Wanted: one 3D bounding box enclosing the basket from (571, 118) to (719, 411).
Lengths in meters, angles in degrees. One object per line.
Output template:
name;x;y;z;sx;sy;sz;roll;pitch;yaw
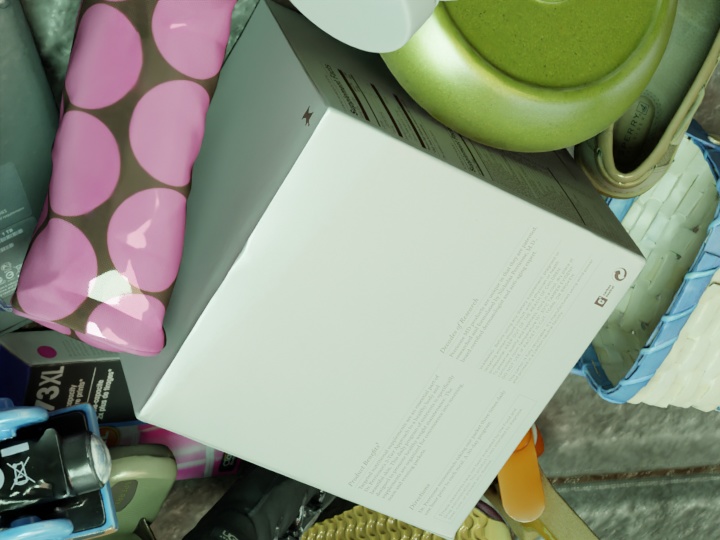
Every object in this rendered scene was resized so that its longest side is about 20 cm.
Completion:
basket;0.162;-0.007;1.240;0.199;0.139;0.177;20;112;-26

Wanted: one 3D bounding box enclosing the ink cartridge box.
ink cartridge box;-0.150;0.077;1.180;0.199;0.037;0.095;-1;126;-30

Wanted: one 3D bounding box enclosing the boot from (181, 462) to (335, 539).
boot;-0.083;0.176;1.218;0.066;0.200;0.165;37;118;-1

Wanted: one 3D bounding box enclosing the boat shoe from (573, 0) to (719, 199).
boat shoe;0.171;-0.137;1.140;0.073;0.063;0.201;24;86;0

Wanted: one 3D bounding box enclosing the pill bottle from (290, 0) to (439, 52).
pill bottle;0.046;-0.197;0.957;0.200;0.112;0.112;-51;140;-22

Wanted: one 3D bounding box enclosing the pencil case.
pencil case;-0.113;-0.063;1.012;0.090;0.094;0.201;16;94;5

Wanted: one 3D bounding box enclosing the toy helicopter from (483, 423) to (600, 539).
toy helicopter;0.108;0.134;1.270;0.079;0.200;0.132;-32;146;-17

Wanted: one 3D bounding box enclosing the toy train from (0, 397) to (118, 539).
toy train;-0.219;0.123;1.082;0.199;0.087;0.114;-15;168;3

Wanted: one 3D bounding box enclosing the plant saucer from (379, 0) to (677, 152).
plant saucer;0.088;-0.161;1.058;0.199;0.031;0.201;2;86;-28

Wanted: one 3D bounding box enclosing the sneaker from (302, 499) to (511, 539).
sneaker;0.025;0.181;1.303;0.200;0.075;0.090;-16;161;38

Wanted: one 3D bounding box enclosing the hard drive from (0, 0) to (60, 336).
hard drive;-0.211;-0.045;1.040;0.139;0.033;0.200;-25;135;-13

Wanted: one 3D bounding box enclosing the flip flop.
flip flop;-0.143;0.162;1.206;0.081;0.058;0.200;-10;153;-25

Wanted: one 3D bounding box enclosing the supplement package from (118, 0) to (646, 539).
supplement package;0.000;0.000;1.101;0.200;0.147;0.192;24;110;-27
